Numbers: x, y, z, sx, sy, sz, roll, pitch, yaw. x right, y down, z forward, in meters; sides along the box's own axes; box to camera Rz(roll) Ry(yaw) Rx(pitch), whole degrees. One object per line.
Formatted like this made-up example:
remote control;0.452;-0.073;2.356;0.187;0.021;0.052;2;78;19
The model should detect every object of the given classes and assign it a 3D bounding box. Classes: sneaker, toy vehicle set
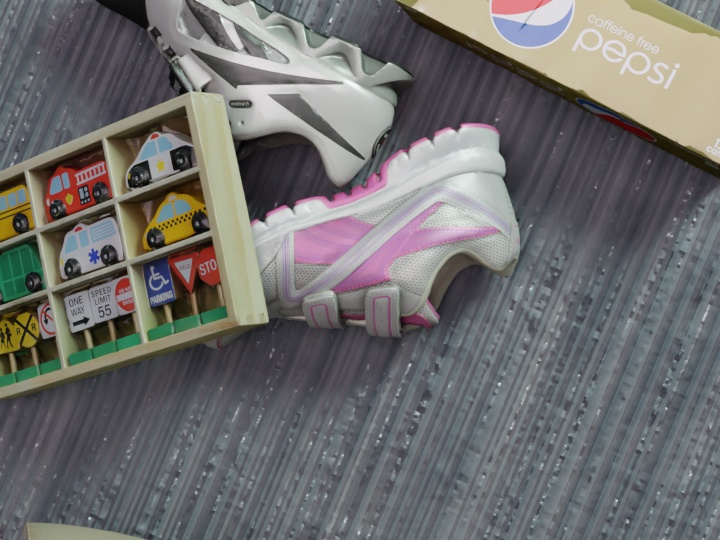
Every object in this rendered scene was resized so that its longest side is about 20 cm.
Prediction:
sneaker;-0.078;-0.110;1.031;0.199;0.074;0.089;26;89;12
sneaker;0.000;0.000;1.005;0.199;0.081;0.088;-27;80;9
toy vehicle set;-0.143;-0.009;1.017;0.199;0.026;0.125;-18;82;36

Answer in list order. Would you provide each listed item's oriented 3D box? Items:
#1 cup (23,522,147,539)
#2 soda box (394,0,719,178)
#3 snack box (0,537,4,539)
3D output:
cup;-0.102;0.230;0.969;0.143;0.200;0.201;-1;86;-13
soda box;0.122;-0.124;0.996;0.199;0.068;0.064;29;92;11
snack box;-0.293;0.220;1.015;0.053;0.142;0.200;34;93;11
